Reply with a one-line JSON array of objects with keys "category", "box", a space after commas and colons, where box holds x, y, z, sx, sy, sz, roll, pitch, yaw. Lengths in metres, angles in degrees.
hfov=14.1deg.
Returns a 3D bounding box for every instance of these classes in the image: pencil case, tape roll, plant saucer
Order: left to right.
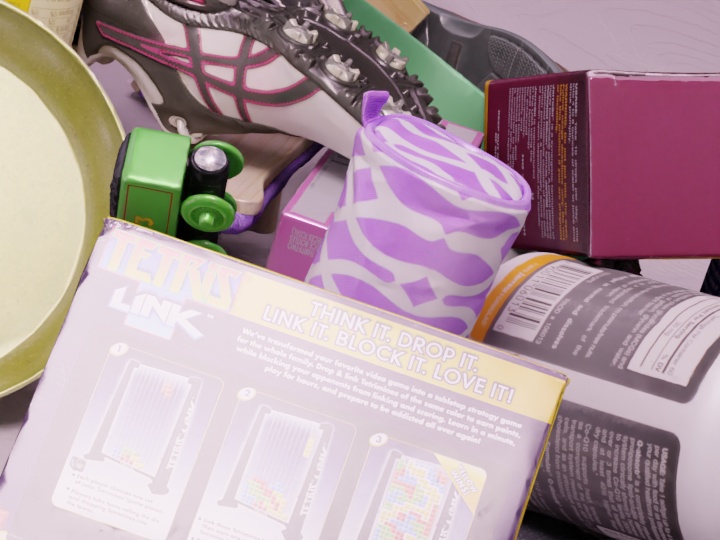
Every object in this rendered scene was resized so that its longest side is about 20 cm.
[{"category": "plant saucer", "box": [-0.201, -0.031, 1.304, 0.199, 0.201, 0.031, 15, -17, -7]}, {"category": "pencil case", "box": [-0.002, 0.031, 1.246, 0.085, 0.201, 0.084, 34, 16, 22]}, {"category": "tape roll", "box": [0.058, -0.071, 1.587, 0.200, 0.048, 0.200, 38, 2, -2]}]

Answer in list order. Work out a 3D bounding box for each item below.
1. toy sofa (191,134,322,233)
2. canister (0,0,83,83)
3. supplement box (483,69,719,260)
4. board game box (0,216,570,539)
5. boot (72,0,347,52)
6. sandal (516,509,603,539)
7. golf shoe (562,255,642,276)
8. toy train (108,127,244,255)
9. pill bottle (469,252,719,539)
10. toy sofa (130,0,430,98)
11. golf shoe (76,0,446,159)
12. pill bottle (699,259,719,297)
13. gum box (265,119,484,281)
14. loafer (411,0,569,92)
[{"category": "toy sofa", "box": [-0.078, -0.032, 1.447, 0.097, 0.083, 0.200, 14, 22, 10]}, {"category": "canister", "box": [-0.209, -0.103, 1.385, 0.148, 0.201, 0.087, 14, 24, -8]}, {"category": "supplement box", "box": [0.133, -0.051, 1.393, 0.110, 0.086, 0.200, 0, 2, -11]}, {"category": "board game box", "box": [-0.037, 0.089, 1.146, 0.199, 0.057, 0.166, 20, 64, 3]}, {"category": "boot", "box": [-0.105, -0.130, 1.468, 0.153, 0.074, 0.204, -27, 56, -20]}, {"category": "sandal", "box": [0.126, 0.158, 1.258, 0.076, 0.043, 0.200, 5, 15, -43]}, {"category": "golf shoe", "box": [0.072, 0.049, 1.437, 0.092, 0.073, 0.200, -5, 15, 27]}, {"category": "toy train", "box": [-0.087, 0.012, 1.245, 0.056, 0.200, 0.042, 10, 51, -3]}, {"category": "pill bottle", "box": [0.140, 0.066, 1.270, 0.199, 0.117, 0.116, 16, 18, 38]}, {"category": "toy sofa", "box": [-0.046, -0.133, 1.744, 0.083, 0.098, 0.200, 46, 27, 3]}, {"category": "golf shoe", "box": [-0.047, -0.092, 1.382, 0.200, 0.088, 0.077, 36, 23, 19]}, {"category": "pill bottle", "box": [0.234, 0.008, 1.455, 0.119, 0.201, 0.120, 14, 23, -6]}, {"category": "gum box", "box": [0.000, 0.000, 1.414, 0.066, 0.114, 0.200, 19, 23, 6]}, {"category": "loafer", "box": [0.088, -0.119, 1.807, 0.063, 0.072, 0.200, 2, 25, -45]}]
